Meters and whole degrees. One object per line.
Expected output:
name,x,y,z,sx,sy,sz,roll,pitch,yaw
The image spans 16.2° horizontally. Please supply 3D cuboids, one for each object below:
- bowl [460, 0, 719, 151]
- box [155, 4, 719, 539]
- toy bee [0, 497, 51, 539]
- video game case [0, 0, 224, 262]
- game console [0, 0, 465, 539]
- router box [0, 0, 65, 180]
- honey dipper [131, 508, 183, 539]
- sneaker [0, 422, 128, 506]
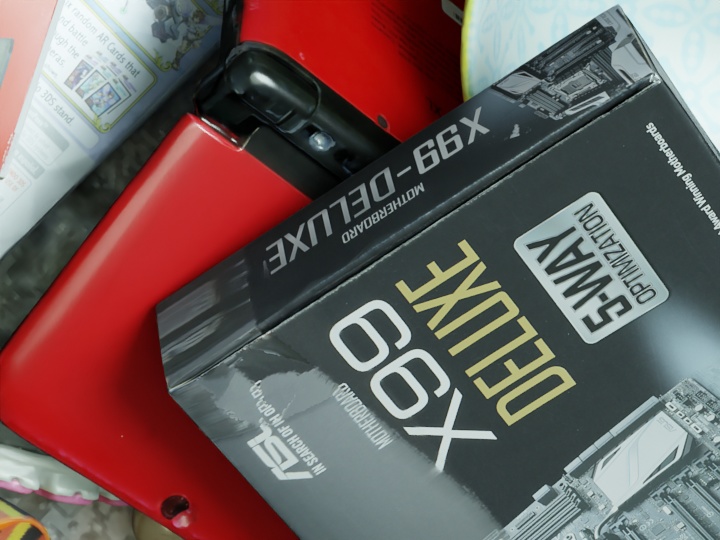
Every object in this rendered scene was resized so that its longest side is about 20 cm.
bowl,0.126,-0.086,0.767,0.200,0.108,0.200,-1,115,-1
box,0.062,0.045,0.730,0.158,0.050,0.200,-32,121,10
toy bee,-0.150,0.095,0.732,0.131,0.200,0.109,19,114,5
video game case,-0.142,-0.115,0.789,0.181,0.045,0.200,-45,105,-6
game console,0.000,0.000,0.794,0.119,0.172,0.200,-34,125,30
router box,-0.180,-0.080,0.655,0.179,0.200,0.049,18,92,-17
honey dipper,0.021,0.096,0.864,0.200,0.038,0.038,6,94,-14
sneaker,-0.061,0.029,0.815,0.200,0.074,0.087,5,94,-21
